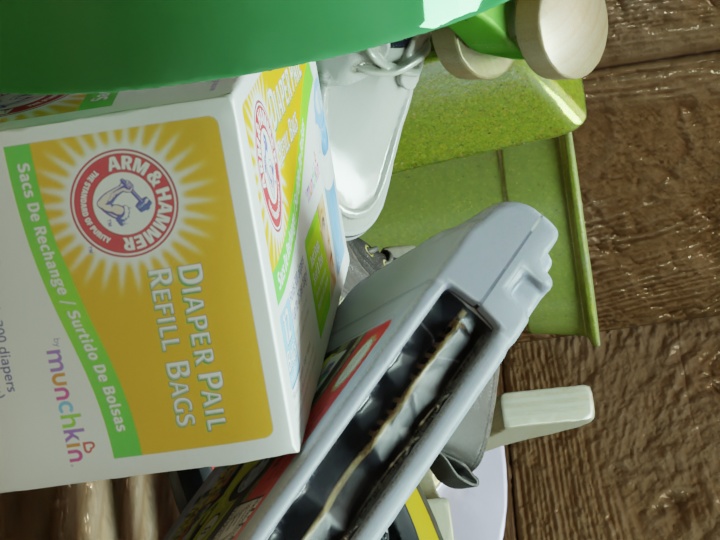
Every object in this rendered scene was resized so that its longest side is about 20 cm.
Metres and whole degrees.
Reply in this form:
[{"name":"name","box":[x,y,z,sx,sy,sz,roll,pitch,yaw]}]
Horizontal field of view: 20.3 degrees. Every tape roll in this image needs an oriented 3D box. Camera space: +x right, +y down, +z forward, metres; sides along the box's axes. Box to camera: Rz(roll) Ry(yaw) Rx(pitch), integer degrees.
[{"name":"tape roll","box":[-0.036,-0.104,0.597,0.201,0.199,0.048,-80,162,-69]}]

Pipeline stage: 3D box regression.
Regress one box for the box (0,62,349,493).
[{"name":"box","box":[-0.068,-0.019,0.656,0.200,0.101,0.113,-78,159,-72]}]

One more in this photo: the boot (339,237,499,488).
[{"name":"boot","box":[0.000,0.000,0.980,0.173,0.069,0.201,11,77,-41]}]

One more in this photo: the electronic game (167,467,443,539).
[{"name":"electronic game","box":[-0.016,0.099,0.828,0.200,0.041,0.200,50,21,-27]}]

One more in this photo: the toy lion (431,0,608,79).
[{"name":"toy lion","box":[0.021,-0.180,0.793,0.199,0.068,0.193,4,90,-46]}]

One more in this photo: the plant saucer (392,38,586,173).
[{"name":"plant saucer","box":[0.003,-0.147,1.029,0.048,0.199,0.201,53,29,-59]}]

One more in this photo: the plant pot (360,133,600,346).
[{"name":"plant pot","box":[0.055,-0.035,1.347,0.200,0.189,0.201,-9,90,-83]}]

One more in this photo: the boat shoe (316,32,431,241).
[{"name":"boat shoe","box":[0.002,-0.110,0.878,0.066,0.072,0.201,13,-81,52]}]

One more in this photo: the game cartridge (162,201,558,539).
[{"name":"game cartridge","box":[-0.021,0.070,0.638,0.200,0.041,0.133,-54,-175,-22]}]

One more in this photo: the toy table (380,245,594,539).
[{"name":"toy table","box":[0.025,0.094,1.079,0.117,0.183,0.201,116,-43,-73]}]
